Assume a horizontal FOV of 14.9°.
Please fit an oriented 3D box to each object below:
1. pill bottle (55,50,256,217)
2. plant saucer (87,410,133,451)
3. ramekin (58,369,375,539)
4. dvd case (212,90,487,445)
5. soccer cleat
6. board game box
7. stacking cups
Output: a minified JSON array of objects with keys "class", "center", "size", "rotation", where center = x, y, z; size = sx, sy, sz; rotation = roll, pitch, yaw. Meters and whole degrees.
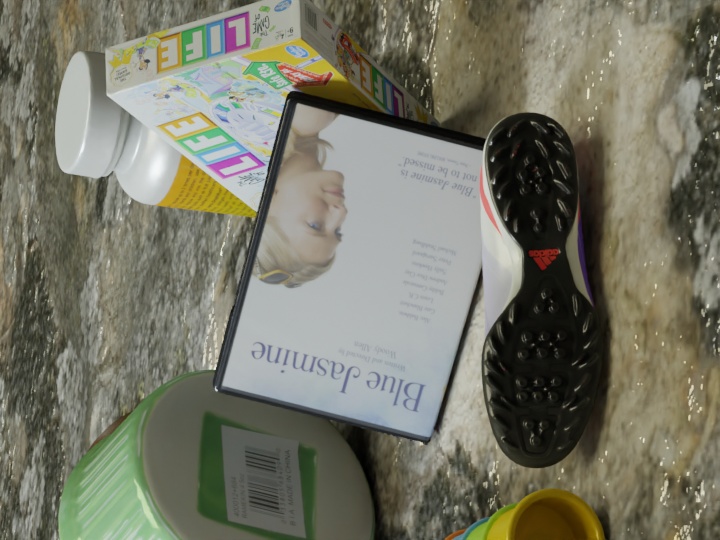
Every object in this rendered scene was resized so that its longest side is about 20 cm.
[{"class":"pill bottle","center":[-0.104,-0.096,1.892],"size":[0.113,0.199,0.114],"rotation":[-173,90,-69]},{"class":"plant saucer","center":[-0.206,0.212,2.281],"size":[0.200,0.036,0.202],"rotation":[-172,90,-68]},{"class":"ramekin","center":[-0.087,0.161,1.790],"size":[0.098,0.199,0.201],"rotation":[-51,37,41]},{"class":"dvd case","center":[0.000,0.000,1.685],"size":[0.018,0.142,0.201],"rotation":[-89,14,-68]},{"class":"soccer cleat","center":[0.099,0.015,1.553],"size":[0.073,0.068,0.201],"rotation":[86,-179,-76]},{"class":"board game box","center":[-0.050,-0.100,1.709],"size":[0.134,0.200,0.034],"rotation":[-14,64,23]},{"class":"stacking cups","center":[0.069,0.166,1.568],"size":[0.200,0.060,0.061],"rotation":[153,122,-65]}]
